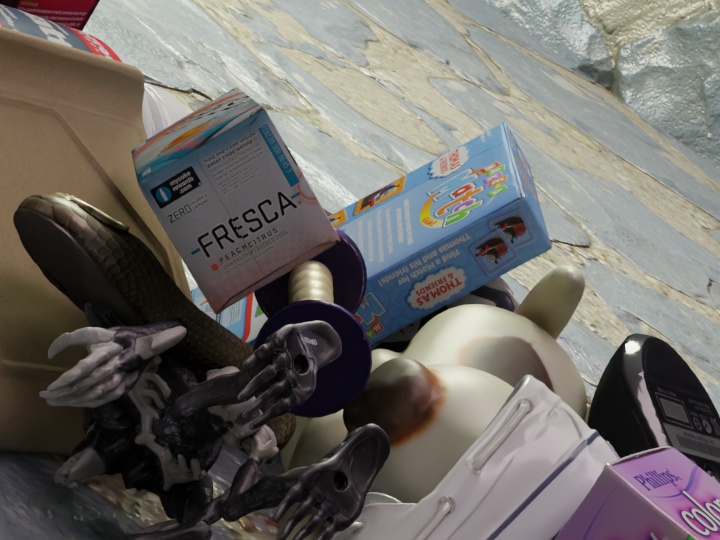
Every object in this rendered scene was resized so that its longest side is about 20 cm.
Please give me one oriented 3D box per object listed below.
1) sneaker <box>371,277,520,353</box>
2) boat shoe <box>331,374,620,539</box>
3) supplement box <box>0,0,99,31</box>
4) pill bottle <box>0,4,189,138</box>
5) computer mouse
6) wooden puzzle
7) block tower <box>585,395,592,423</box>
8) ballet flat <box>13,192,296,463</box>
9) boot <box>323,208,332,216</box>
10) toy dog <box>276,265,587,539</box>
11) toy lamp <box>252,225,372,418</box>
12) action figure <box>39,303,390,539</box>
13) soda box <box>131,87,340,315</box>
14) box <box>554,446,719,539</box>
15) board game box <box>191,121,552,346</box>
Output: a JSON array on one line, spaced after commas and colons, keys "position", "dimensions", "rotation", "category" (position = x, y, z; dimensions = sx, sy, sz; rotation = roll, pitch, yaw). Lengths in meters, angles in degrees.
[{"position": [0.044, 0.107, 1.343], "dimensions": [0.080, 0.129, 0.200], "rotation": [-124, -167, -60], "category": "sneaker"}, {"position": [0.017, 0.120, 1.030], "dimensions": [0.065, 0.200, 0.074], "rotation": [47, -26, 7], "category": "boat shoe"}, {"position": [-0.189, -0.158, 1.398], "dimensions": [0.061, 0.200, 0.109], "rotation": [37, 14, 14], "category": "supplement box"}, {"position": [-0.177, -0.071, 1.310], "dimensions": [0.120, 0.120, 0.200], "rotation": [44, 16, 32], "category": "pill bottle"}, {"position": [0.149, 0.125, 1.199], "dimensions": [0.138, 0.053, 0.201], "rotation": [23, 43, -50], "category": "computer mouse"}, {"position": [-0.143, -0.010, 1.189], "dimensions": [0.185, 0.037, 0.201], "rotation": [12, 62, -58], "category": "wooden puzzle"}, {"position": [0.134, 0.105, 1.488], "dimensions": [0.058, 0.054, 0.200], "rotation": [26, 2, -33], "category": "block tower"}, {"position": [-0.085, 0.020, 1.155], "dimensions": [0.067, 0.046, 0.200], "rotation": [22, -19, 46], "category": "ballet flat"}, {"position": [-0.010, 0.007, 1.581], "dimensions": [0.200, 0.069, 0.174], "rotation": [26, 11, -45], "category": "boot"}, {"position": [0.048, 0.092, 1.171], "dimensions": [0.140, 0.194, 0.200], "rotation": [47, 8, 0], "category": "toy dog"}, {"position": [-0.024, 0.016, 1.172], "dimensions": [0.058, 0.058, 0.200], "rotation": [33, 11, -7], "category": "toy lamp"}, {"position": [-0.081, 0.070, 1.050], "dimensions": [0.102, 0.200, 0.119], "rotation": [-25, 98, -35], "category": "action figure"}, {"position": [-0.059, -0.035, 1.147], "dimensions": [0.069, 0.063, 0.200], "rotation": [60, -2, -9], "category": "soda box"}, {"position": [0.137, 0.203, 1.022], "dimensions": [0.200, 0.176, 0.097], "rotation": [39, 15, 17], "category": "box"}, {"position": [0.000, 0.000, 1.337], "dimensions": [0.037, 0.199, 0.151], "rotation": [59, 9, -15], "category": "board game box"}]
